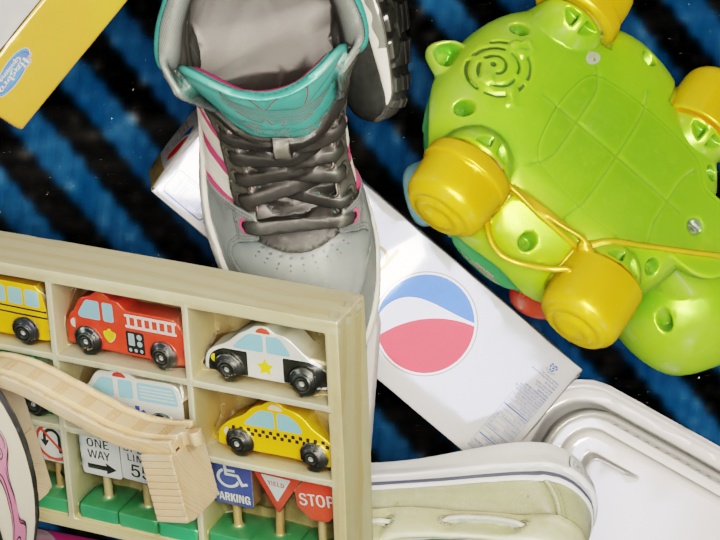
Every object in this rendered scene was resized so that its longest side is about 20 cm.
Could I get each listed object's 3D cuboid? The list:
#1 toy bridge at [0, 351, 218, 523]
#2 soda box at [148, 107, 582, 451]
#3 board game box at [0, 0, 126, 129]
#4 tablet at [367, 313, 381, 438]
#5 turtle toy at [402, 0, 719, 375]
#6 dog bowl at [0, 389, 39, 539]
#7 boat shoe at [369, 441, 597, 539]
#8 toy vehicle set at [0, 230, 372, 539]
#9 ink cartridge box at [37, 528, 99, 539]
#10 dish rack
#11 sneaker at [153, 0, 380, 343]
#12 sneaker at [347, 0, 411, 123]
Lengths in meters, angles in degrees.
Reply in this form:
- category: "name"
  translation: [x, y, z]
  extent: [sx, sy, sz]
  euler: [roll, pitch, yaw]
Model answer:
- category: "toy bridge"
  translation: [-0.149, 0.068, 0.989]
  extent: [0.199, 0.027, 0.067]
  euler: [-2, 113, 30]
- category: "soda box"
  translation: [0.000, 0.000, 1.054]
  extent: [0.200, 0.068, 0.064]
  euler: [41, 92, -11]
- category: "board game box"
  translation: [-0.130, -0.180, 0.980]
  extent: [0.200, 0.040, 0.153]
  euler: [-50, 58, 3]
- category: "tablet"
  translation: [-0.093, 0.060, 1.043]
  extent: [0.199, 0.014, 0.131]
  euler: [7, 117, 6]
- category: "turtle toy"
  translation: [0.101, -0.031, 1.043]
  extent: [0.200, 0.101, 0.146]
  euler: [41, 67, -11]
- category: "dog bowl"
  translation: [-0.228, 0.108, 0.932]
  extent: [0.199, 0.074, 0.201]
  euler: [-1, 111, -4]
- category: "boat shoe"
  translation: [0.003, 0.121, 1.016]
  extent: [0.199, 0.062, 0.072]
  euler: [-16, 114, 16]
- category: "toy vehicle set"
  translation: [-0.091, 0.055, 0.986]
  extent: [0.199, 0.027, 0.125]
  euler: [9, 119, 23]
- category: "ink cartridge box"
  translation: [-0.157, 0.141, 1.042]
  extent: [0.199, 0.095, 0.037]
  euler: [14, 101, -9]
- category: "dish rack"
  translation: [0.117, 0.170, 1.106]
  extent: [0.171, 0.044, 0.200]
  euler: [29, 95, -11]
- category: "sneaker"
  translation: [-0.031, -0.055, 0.943]
  extent: [0.083, 0.121, 0.201]
  euler: [-13, 93, 0]
- category: "sneaker"
  translation: [-0.040, -0.155, 1.035]
  extent: [0.087, 0.076, 0.201]
  euler: [-17, 97, 11]
